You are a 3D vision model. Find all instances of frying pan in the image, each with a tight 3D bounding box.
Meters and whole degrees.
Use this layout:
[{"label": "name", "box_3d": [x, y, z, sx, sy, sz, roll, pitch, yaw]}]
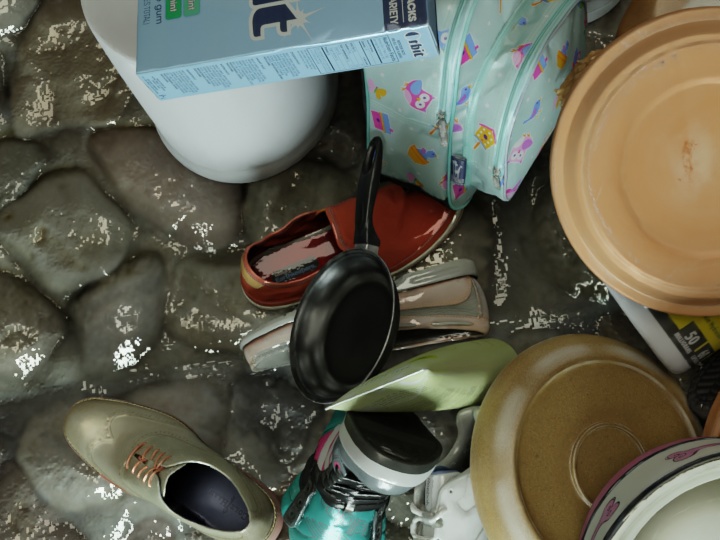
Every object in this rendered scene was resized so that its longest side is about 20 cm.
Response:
[{"label": "frying pan", "box_3d": [-0.011, 0.008, 0.793, 0.115, 0.031, 0.191, -30, 50, 40]}]

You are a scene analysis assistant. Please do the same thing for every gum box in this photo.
[{"label": "gum box", "box_3d": [-0.051, -0.215, 0.730, 0.199, 0.045, 0.171, -6, 72, 12]}]

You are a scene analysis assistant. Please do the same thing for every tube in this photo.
[{"label": "tube", "box_3d": [0.057, 0.076, 0.763, 0.052, 0.200, 0.058, 30, 104, 26]}]

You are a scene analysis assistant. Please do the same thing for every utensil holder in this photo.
[{"label": "utensil holder", "box_3d": [-0.115, -0.185, 0.869, 0.169, 0.200, 0.171, -2, 73, 7]}]

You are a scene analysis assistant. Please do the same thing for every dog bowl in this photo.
[{"label": "dog bowl", "box_3d": [0.231, 0.199, 0.704, 0.199, 0.074, 0.201, -2, 102, -7]}]

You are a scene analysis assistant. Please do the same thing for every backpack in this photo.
[{"label": "backpack", "box_3d": [0.082, -0.163, 0.809, 0.153, 0.201, 0.176, 19, 56, 28]}]

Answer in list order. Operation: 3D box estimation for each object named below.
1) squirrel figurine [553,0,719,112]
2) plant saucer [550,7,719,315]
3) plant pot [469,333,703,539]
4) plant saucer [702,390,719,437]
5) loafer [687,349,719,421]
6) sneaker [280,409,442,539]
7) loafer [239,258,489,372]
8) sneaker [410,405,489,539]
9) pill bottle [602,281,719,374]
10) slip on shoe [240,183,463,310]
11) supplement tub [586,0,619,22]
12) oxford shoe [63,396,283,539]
[{"label": "squirrel figurine", "box_3d": [0.231, -0.134, 0.812, 0.199, 0.187, 0.142, -33, 80, 2]}, {"label": "plant saucer", "box_3d": [0.225, -0.068, 0.700, 0.199, 0.032, 0.202, 2, 104, 7]}, {"label": "plant pot", "box_3d": [0.174, 0.142, 0.772, 0.199, 0.027, 0.201, 5, 76, -18]}, {"label": "plant saucer", "box_3d": [0.332, 0.126, 0.755, 0.199, 0.032, 0.202, -2, 102, -7]}, {"label": "loafer", "box_3d": [0.328, 0.053, 0.810, 0.200, 0.073, 0.071, -44, 108, -8]}, {"label": "sneaker", "box_3d": [-0.006, 0.156, 0.762, 0.083, 0.200, 0.121, 22, 92, -3]}, {"label": "loafer", "box_3d": [0.005, 0.049, 0.850, 0.199, 0.072, 0.063, -19, 76, -1]}, {"label": "sneaker", "box_3d": [0.065, 0.190, 0.779, 0.074, 0.087, 0.201, -2, 59, 53]}, {"label": "pill bottle", "box_3d": [0.279, -0.023, 0.786, 0.200, 0.111, 0.112, -37, 71, 12]}, {"label": "slip on shoe", "box_3d": [-0.007, -0.027, 0.878, 0.199, 0.061, 0.074, -22, 68, -2]}, {"label": "supplement tub", "box_3d": [0.165, -0.299, 0.863, 0.131, 0.200, 0.133, -2, 72, 7]}, {"label": "oxford shoe", "box_3d": [-0.152, 0.149, 0.837, 0.199, 0.074, 0.071, 23, 77, 14]}]
